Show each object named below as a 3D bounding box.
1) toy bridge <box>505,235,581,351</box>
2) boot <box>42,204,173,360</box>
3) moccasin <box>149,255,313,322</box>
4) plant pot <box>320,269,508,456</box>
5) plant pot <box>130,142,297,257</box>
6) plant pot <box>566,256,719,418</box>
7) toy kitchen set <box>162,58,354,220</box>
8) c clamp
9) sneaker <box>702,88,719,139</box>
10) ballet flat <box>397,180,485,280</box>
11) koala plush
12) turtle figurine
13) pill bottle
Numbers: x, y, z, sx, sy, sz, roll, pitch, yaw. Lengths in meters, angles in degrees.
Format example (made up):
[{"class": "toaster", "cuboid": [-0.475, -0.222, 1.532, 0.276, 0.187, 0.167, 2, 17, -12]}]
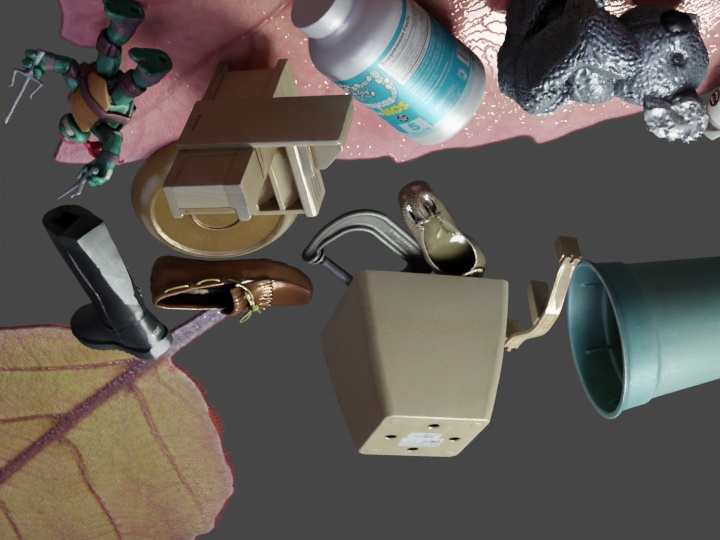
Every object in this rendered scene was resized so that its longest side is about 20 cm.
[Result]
[{"class": "toy bridge", "cuboid": [0.231, 0.045, 1.614, 0.027, 0.068, 0.201, 8, 139, -18]}, {"class": "boot", "cuboid": [-0.324, 0.010, 1.481, 0.164, 0.066, 0.201, 8, 141, 35]}, {"class": "moccasin", "cuboid": [-0.155, 0.026, 1.523, 0.200, 0.078, 0.074, 7, 141, -21]}, {"class": "plant pot", "cuboid": [0.072, 0.128, 1.574, 0.198, 0.178, 0.200, 4, 151, -16]}, {"class": "plant pot", "cuboid": [-0.165, -0.075, 1.440, 0.198, 0.028, 0.201, -4, 142, -3]}, {"class": "plant pot", "cuboid": [0.386, 0.069, 1.583, 0.194, 0.201, 0.201, -10, 142, -9]}, {"class": "toy kitchen set", "cuboid": [-0.072, -0.086, 1.254, 0.162, 0.201, 0.181, -1, 133, 16]}, {"class": "c clamp", "cuboid": [0.000, 0.000, 1.557, 0.170, 0.027, 0.200, -24, 139, 20]}, {"class": "sneaker", "cuboid": [0.481, -0.174, 1.373, 0.198, 0.075, 0.089, 5, 142, -14]}, {"class": "ballet flat", "cuboid": [0.102, -0.034, 1.508, 0.067, 0.047, 0.200, -31, 137, 5]}, {"class": "koala plush", "cuboid": [0.254, -0.218, 1.224, 0.199, 0.179, 0.184, 10, 150, -20]}, {"class": "turtle figurine", "cuboid": [-0.270, -0.173, 1.253, 0.150, 0.101, 0.200, 48, 125, 1]}, {"class": "pill bottle", "cuboid": [0.025, -0.215, 1.227, 0.110, 0.111, 0.199, -33, 134, 29]}]
